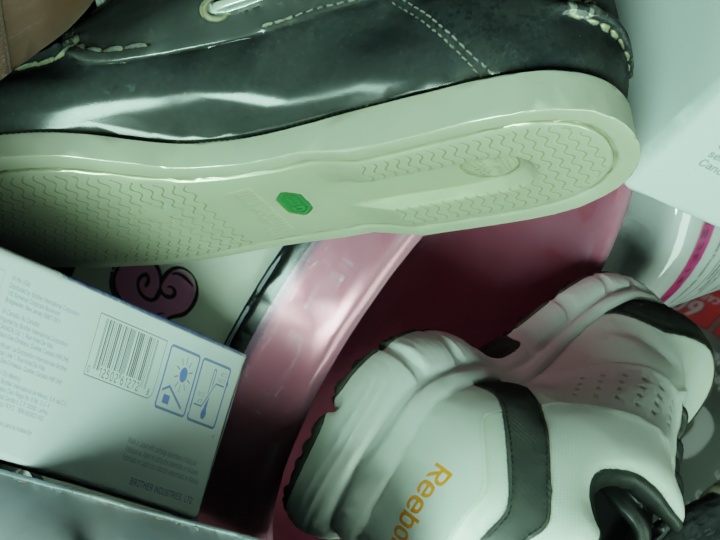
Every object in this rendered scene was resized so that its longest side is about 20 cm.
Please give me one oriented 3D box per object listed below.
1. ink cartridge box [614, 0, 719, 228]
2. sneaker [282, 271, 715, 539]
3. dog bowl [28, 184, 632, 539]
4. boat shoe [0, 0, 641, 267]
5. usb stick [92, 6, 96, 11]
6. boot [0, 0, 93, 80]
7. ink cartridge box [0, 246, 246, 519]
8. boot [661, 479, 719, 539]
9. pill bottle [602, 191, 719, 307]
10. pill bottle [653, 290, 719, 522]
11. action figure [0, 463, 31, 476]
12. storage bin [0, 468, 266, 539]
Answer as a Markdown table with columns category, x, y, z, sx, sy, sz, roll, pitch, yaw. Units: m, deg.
| category | x | y | z | sx | sy | sz | roll | pitch | yaw |
| --- | --- | --- | --- | --- | --- | --- | --- | --- | --- |
| ink cartridge box | 0.162 | -0.108 | 0.699 | 0.145 | 0.145 | 0.200 | 22 | 131 | -35 |
| sneaker | 0.056 | 0.055 | 0.781 | 0.200 | 0.080 | 0.074 | -18 | 138 | -61 |
| dog bowl | 0.000 | 0.000 | 0.787 | 0.200 | 0.074 | 0.200 | -44 | 158 | -23 |
| boat shoe | -0.036 | -0.042 | 0.673 | 0.199 | 0.068 | 0.072 | -7 | 159 | 10 |
| usb stick | -0.090 | -0.011 | 0.762 | 0.200 | 0.033 | 0.055 | -48 | 143 | 4 |
| boot | -0.118 | -0.066 | 0.561 | 0.186 | 0.064 | 0.200 | -41 | 165 | -20 |
| ink cartridge box | -0.112 | 0.008 | 0.619 | 0.200 | 0.094 | 0.044 | 29 | 76 | -63 |
| boot | 0.055 | 0.144 | 0.857 | 0.150 | 0.073 | 0.200 | -22 | 153 | -20 |
| pill bottle | 0.106 | -0.047 | 0.989 | 0.200 | 0.113 | 0.113 | -16 | 145 | -56 |
| pill bottle | 0.077 | 0.095 | 1.014 | 0.200 | 0.114 | 0.114 | -42 | 163 | -38 |
| action figure | -0.063 | 0.009 | 0.845 | 0.200 | 0.055 | 0.118 | -50 | 158 | -2 |
| storage bin | -0.096 | 0.110 | 0.655 | 0.146 | 0.199 | 0.135 | 112 | -8 | -83 |
